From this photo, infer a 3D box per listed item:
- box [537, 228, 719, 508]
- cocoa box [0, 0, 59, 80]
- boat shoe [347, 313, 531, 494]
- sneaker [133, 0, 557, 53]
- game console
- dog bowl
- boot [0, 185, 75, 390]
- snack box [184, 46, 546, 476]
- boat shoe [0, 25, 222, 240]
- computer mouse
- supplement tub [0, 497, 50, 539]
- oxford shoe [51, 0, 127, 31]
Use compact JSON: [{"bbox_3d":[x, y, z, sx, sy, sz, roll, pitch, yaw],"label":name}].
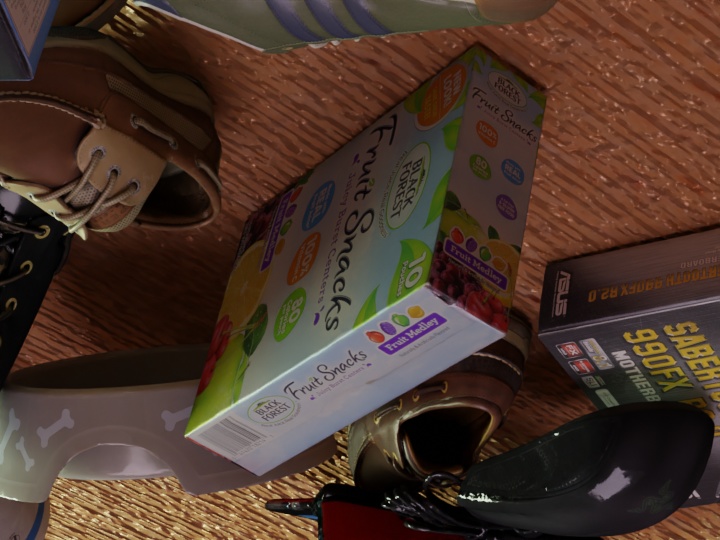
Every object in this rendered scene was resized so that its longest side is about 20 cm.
[{"bbox_3d":[0.210,0.056,0.913,0.157,0.049,0.200,-12,140,30],"label":"box"},{"bbox_3d":[-0.220,-0.162,0.648,0.198,0.134,0.132,1,144,13],"label":"cocoa box"},{"bbox_3d":[0.038,0.095,0.995,0.072,0.068,0.200,19,144,-12],"label":"boat shoe"},{"bbox_3d":[-0.015,-0.130,0.708,0.199,0.068,0.090,11,152,-1],"label":"sneaker"},{"bbox_3d":[0.048,0.208,1.056,0.199,0.173,0.119,13,137,-19],"label":"game console"},{"bbox_3d":[-0.114,0.081,0.938,0.198,0.059,0.200,-4,-175,0],"label":"dog bowl"},{"bbox_3d":[-0.192,0.011,0.863,0.073,0.155,0.204,23,143,-17],"label":"boot"},{"bbox_3d":[0.000,0.000,0.809,0.053,0.143,0.200,30,141,-24],"label":"snack box"},{"bbox_3d":[-0.118,-0.055,0.747,0.075,0.074,0.200,-28,166,24],"label":"boat shoe"},{"bbox_3d":[0.119,0.130,0.936,0.138,0.053,0.200,15,148,-33],"label":"computer mouse"},{"bbox_3d":[-0.288,0.120,1.060,0.131,0.133,0.201,0,144,14],"label":"supplement tub"},{"bbox_3d":[-0.203,-0.119,0.764,0.198,0.072,0.072,-8,123,16],"label":"oxford shoe"}]
